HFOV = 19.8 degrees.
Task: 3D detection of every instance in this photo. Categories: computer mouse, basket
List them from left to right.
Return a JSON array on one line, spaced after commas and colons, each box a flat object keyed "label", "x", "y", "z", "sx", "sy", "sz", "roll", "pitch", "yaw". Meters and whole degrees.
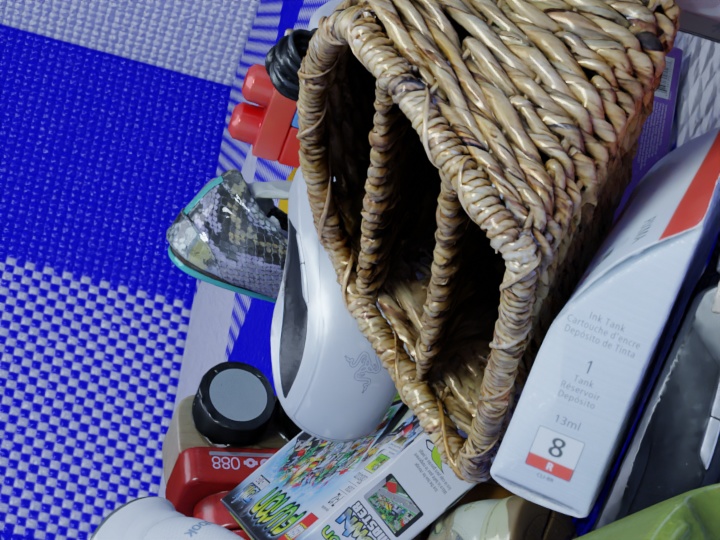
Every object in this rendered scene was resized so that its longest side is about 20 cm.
[{"label": "computer mouse", "x": 0.003, "y": -0.019, "z": 0.982, "sx": 0.044, "sy": 0.109, "sz": 0.201, "roll": -16, "pitch": 68, "yaw": 56}, {"label": "basket", "x": 0.029, "y": -0.034, "z": 0.857, "sx": 0.149, "sy": 0.142, "sz": 0.200, "roll": -59, "pitch": -11, "yaw": -27}, {"label": "computer mouse", "x": 0.138, "y": 0.032, "z": 0.762, "sx": 0.140, "sy": 0.046, "sz": 0.201, "roll": 30, "pitch": -97, "yaw": -83}]

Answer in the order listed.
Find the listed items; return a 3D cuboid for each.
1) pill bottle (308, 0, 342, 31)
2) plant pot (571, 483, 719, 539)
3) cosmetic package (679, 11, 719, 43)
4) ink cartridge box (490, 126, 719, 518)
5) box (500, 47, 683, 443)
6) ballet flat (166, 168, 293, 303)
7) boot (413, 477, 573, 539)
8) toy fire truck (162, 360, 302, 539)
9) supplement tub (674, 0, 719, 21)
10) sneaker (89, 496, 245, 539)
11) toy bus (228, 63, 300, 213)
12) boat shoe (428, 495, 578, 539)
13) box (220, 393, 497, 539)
[{"label": "pill bottle", "x": 0.033, "y": -0.047, "z": 1.130, "sx": 0.111, "sy": 0.110, "sz": 0.201, "roll": -98, "pitch": 3, "yaw": -67}, {"label": "plant pot", "x": 0.080, "y": 0.155, "z": 0.616, "sx": 0.190, "sy": 0.199, "sz": 0.201, "roll": -45, "pitch": 29, "yaw": 47}, {"label": "cosmetic package", "x": 0.143, "y": -0.208, "z": 0.951, "sx": 0.071, "sy": 0.105, "sz": 0.201, "roll": 118, "pitch": 162, "yaw": -50}, {"label": "ink cartridge box", "x": 0.118, "y": -0.022, "z": 0.823, "sx": 0.162, "sy": 0.050, "sz": 0.201, "roll": -47, "pitch": -25, "yaw": -63}, {"label": "box", "x": 0.108, "y": -0.003, "z": 1.042, "sx": 0.137, "sy": 0.039, "sz": 0.201, "roll": 129, "pitch": 154, "yaw": -71}, {"label": "ballet flat", "x": 0.000, "y": 0.000, "z": 1.036, "sx": 0.072, "sy": 0.200, "sz": 0.072, "roll": -35, "pitch": 43, "yaw": 41}, {"label": "boot", "x": 0.065, "y": 0.168, "z": 1.011, "sx": 0.201, "sy": 0.070, "sz": 0.145, "roll": 157, "pitch": 115, "yaw": -70}, {"label": "toy fire truck", "x": -0.016, "y": 0.156, "z": 1.177, "sx": 0.129, "sy": 0.175, "sz": 0.201, "roll": 118, "pitch": 151, "yaw": -53}, {"label": "supplement tub", "x": 0.148, "y": -0.208, "z": 0.797, "sx": 0.201, "sy": 0.122, "sz": 0.123, "roll": -63, "pitch": 9, "yaw": 0}, {"label": "sneaker", "x": -0.089, "y": 0.208, "z": 0.943, "sx": 0.087, "sy": 0.074, "sz": 0.201, "roll": 7, "pitch": 94, "yaw": 38}, {"label": "toy bus", "x": 0.010, "y": -0.059, "z": 1.259, "sx": 0.136, "sy": 0.191, "sz": 0.201, "roll": -93, "pitch": 18, "yaw": -56}, {"label": "boat shoe", "x": 0.053, "y": 0.197, "z": 0.896, "sx": 0.062, "sy": 0.073, "sz": 0.201, "roll": -10, "pitch": 61, "yaw": 39}, {"label": "box", "x": -0.005, "y": 0.104, "z": 1.012, "sx": 0.110, "sy": 0.035, "sz": 0.200, "roll": -40, "pitch": 8, "yaw": -8}]
